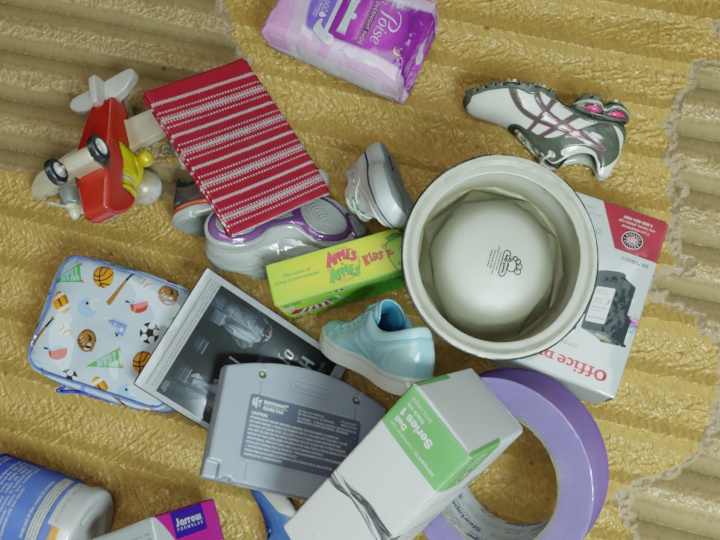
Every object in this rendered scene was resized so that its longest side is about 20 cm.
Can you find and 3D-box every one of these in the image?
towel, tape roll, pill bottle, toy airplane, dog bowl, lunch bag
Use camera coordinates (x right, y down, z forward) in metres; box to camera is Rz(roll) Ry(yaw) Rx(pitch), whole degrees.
[{"bbox_3d":[-0.140,-0.143,0.901,0.143,0.023,0.202,-27,78,-31],"label":"towel"},{"bbox_3d":[0.149,0.206,0.820,0.196,0.085,0.205,0,90,29],"label":"tape roll"},{"bbox_3d":[-0.389,0.268,0.887,0.196,0.112,0.114,17,80,9],"label":"pill bottle"},{"bbox_3d":[-0.293,-0.142,0.965,0.198,0.142,0.200,17,63,43],"label":"toy airplane"},{"bbox_3d":[0.136,-0.010,0.813,0.195,0.074,0.205,0,83,-2],"label":"dog bowl"},{"bbox_3d":[-0.285,0.078,0.936,0.196,0.076,0.163,16,83,8],"label":"lunch bag"}]

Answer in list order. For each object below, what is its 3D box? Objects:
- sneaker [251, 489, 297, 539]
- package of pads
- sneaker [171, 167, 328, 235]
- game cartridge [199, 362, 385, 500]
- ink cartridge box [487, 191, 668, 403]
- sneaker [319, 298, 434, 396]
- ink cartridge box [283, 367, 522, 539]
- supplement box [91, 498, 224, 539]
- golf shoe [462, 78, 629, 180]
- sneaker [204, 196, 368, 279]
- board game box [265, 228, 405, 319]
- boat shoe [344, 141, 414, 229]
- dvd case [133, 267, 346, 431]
[{"bbox_3d":[-0.089,0.330,0.860,0.110,0.077,0.202,-33,83,-11],"label":"sneaker"},{"bbox_3d":[-0.012,-0.300,0.986,0.197,0.076,0.122,25,84,10],"label":"package of pads"},{"bbox_3d":[-0.138,-0.107,0.961,0.196,0.077,0.083,-12,68,1],"label":"sneaker"},{"bbox_3d":[-0.067,0.175,0.859,0.197,0.041,0.136,20,70,-24],"label":"game cartridge"},{"bbox_3d":[0.238,0.028,0.887,0.143,0.083,0.204,19,81,9],"label":"ink cartridge box"},{"bbox_3d":[0.021,0.068,0.844,0.073,0.199,0.084,5,97,-33],"label":"sneaker"},{"bbox_3d":[0.041,0.196,0.748,0.085,0.145,0.201,48,111,21],"label":"ink cartridge box"},{"bbox_3d":[-0.194,0.361,0.838,0.102,0.101,0.204,-26,75,27],"label":"supplement box"},{"bbox_3d":[0.213,-0.169,0.937,0.196,0.077,0.090,13,87,9],"label":"golf shoe"},{"bbox_3d":[-0.089,-0.036,0.946,0.196,0.100,0.076,-1,56,-16],"label":"sneaker"},{"bbox_3d":[0.000,0.000,0.908,0.196,0.102,0.049,-16,77,2],"label":"board game box"},{"bbox_3d":[0.017,-0.083,0.895,0.066,0.201,0.074,-34,107,12],"label":"boat shoe"},{"bbox_3d":[-0.131,0.115,0.898,0.198,0.025,0.152,34,80,-10],"label":"dvd case"}]
